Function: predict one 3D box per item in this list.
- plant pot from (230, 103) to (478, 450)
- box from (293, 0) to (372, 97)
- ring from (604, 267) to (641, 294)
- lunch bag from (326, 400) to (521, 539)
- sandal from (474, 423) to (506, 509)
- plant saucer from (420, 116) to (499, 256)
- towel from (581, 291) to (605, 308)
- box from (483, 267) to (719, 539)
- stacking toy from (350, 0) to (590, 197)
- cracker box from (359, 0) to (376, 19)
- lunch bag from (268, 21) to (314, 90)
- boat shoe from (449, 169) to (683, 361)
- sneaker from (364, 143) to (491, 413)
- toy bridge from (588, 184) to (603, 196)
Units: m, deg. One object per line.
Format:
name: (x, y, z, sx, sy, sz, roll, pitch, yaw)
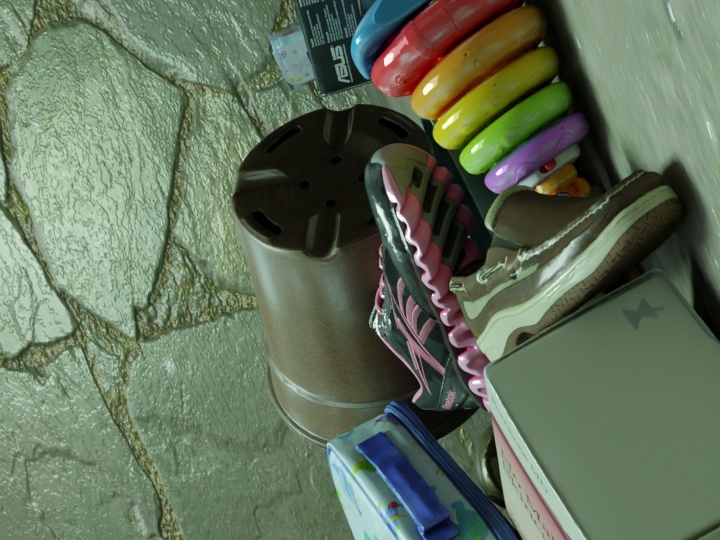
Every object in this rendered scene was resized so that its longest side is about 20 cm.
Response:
plant pot: (0.000, 0.000, 0.915, 0.200, 0.197, 0.202, 73, 176, -46)
box: (-0.043, -0.254, 0.808, 0.201, 0.047, 0.195, 75, -178, -53)
ring: (0.189, 0.076, 0.790, 0.200, 0.019, 0.203, -23, -89, -89)
lunch bag: (0.054, 0.195, 0.833, 0.200, 0.082, 0.162, 44, 158, 55)
sandal: (0.142, 0.144, 0.832, 0.198, 0.054, 0.083, 13, -112, -38)
plant saucer: (0.093, -0.026, 0.837, 0.200, 0.027, 0.202, -90, -26, -84)
towel: (0.123, -0.016, 0.805, 0.202, 0.023, 0.144, 65, -177, 22)
box: (0.145, 0.118, 0.650, 0.129, 0.108, 0.201, 59, 173, 32)
stacking toy: (0.089, -0.085, 0.711, 0.202, 0.115, 0.110, 57, -178, 4)
cracker box: (0.020, -0.242, 0.760, 0.200, 0.057, 0.137, 59, -153, -85)
lunch bag: (-0.100, -0.469, 2.573, 0.200, 0.167, 0.129, 70, 178, -84)
boat shoe: (0.094, -0.010, 0.652, 0.075, 0.074, 0.203, 54, 153, 9)
sneaker: (0.037, 0.015, 0.790, 0.079, 0.094, 0.202, -52, -55, -48)
toy bridge: (0.125, -0.071, 0.826, 0.201, 0.027, 0.068, -112, -3, -50)
